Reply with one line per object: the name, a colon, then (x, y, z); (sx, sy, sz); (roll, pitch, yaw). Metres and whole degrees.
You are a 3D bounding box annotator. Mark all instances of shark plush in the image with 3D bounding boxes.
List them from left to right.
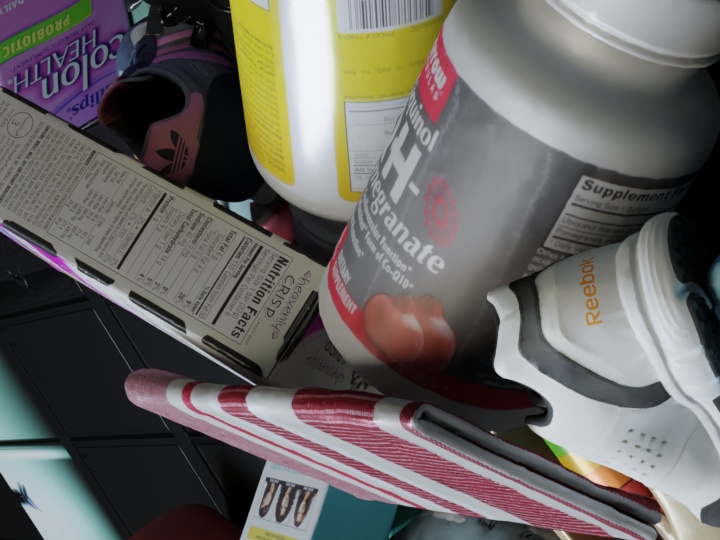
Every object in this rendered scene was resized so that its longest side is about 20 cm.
shark plush: (0.042, 0.150, 0.945); (0.200, 0.083, 0.091); (-6, 114, 35)

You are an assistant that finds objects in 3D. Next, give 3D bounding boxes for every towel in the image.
towel: (0.010, 0.073, 0.723); (0.144, 0.023, 0.200); (27, 164, -34)

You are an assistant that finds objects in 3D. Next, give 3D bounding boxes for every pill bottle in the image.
pill bottle: (0.003, -0.092, 0.752); (0.112, 0.112, 0.200); (34, 146, 31)
pill bottle: (0.068, -0.044, 0.666); (0.111, 0.111, 0.200); (41, 126, 21)

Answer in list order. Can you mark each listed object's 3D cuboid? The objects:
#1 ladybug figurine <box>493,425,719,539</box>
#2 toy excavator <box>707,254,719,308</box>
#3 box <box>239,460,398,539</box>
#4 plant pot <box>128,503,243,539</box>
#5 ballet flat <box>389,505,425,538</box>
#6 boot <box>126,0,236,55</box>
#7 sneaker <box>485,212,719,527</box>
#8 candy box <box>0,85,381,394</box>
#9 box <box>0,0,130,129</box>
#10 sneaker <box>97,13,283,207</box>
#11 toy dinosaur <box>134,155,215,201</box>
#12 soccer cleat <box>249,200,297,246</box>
ladybug figurine: (0.119, 0.071, 0.800); (0.200, 0.072, 0.136); (54, 151, -1)
toy excavator: (0.159, 0.009, 0.536); (0.100, 0.200, 0.194); (52, 152, 2)
box: (-0.024, 0.143, 0.969); (0.049, 0.200, 0.082); (23, 169, -27)
plant pot: (-0.090, 0.295, 1.260); (0.177, 0.200, 0.200); (23, 140, 27)
ballet flat: (0.023, 0.161, 1.069); (0.200, 0.067, 0.067); (91, 155, -45)
boot: (-0.076, -0.187, 0.818); (0.162, 0.073, 0.198); (40, 148, 35)
sneaker: (0.106, 0.044, 0.654); (0.080, 0.074, 0.200); (-15, 145, 17)
candy box: (-0.085, -0.001, 0.825); (0.200, 0.061, 0.136); (29, 173, 23)
box: (-0.232, -0.194, 1.008); (0.176, 0.097, 0.200); (32, 146, 35)
sneaker: (-0.103, -0.093, 0.898); (0.200, 0.082, 0.070); (39, 118, 56)
toy dinosaur: (-0.095, -0.021, 0.994); (0.200, 0.058, 0.101); (53, 179, 44)
soccer cleat: (0.000, 0.000, 0.911); (0.069, 0.085, 0.200); (-20, 86, 28)
